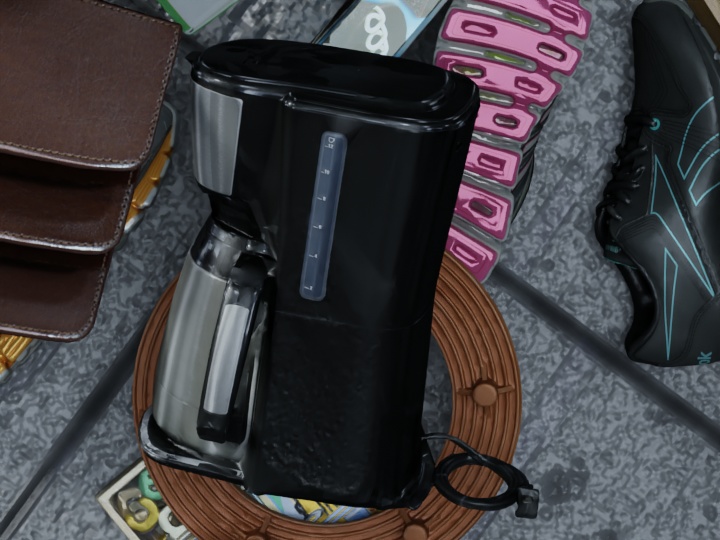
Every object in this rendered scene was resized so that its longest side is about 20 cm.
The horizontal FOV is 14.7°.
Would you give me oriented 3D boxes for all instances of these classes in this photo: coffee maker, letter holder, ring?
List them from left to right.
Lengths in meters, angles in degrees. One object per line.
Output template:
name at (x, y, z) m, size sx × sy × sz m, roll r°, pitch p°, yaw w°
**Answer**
letter holder at (-0.201, -0.062, 1.293) m, size 0.200 × 0.101 × 0.142 m, roll 16°, pitch 66°, yaw -8°
ring at (-0.018, 0.068, 1.424) m, size 0.200 × 0.019 × 0.201 m, roll 1°, pitch 101°, yaw 4°
coffee maker at (0.000, 0.000, 1.338) m, size 0.192 × 0.135 × 0.200 m, roll 5°, pitch 109°, yaw -16°

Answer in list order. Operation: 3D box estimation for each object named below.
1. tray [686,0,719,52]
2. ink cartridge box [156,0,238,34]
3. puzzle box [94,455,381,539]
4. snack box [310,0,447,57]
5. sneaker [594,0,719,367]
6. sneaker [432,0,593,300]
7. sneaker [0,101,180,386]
tray at (0.208, -0.187, 1.498) m, size 0.099 × 0.037 × 0.200 m, roll -34°, pitch 95°, yaw -7°
ink cartridge box at (-0.078, -0.210, 1.373) m, size 0.083 × 0.200 × 0.147 m, roll -39°, pitch 94°, yaw 18°
puzzle box at (-0.026, 0.152, 1.470) m, size 0.133 × 0.025 × 0.200 m, roll -41°, pitch 95°, yaw -7°
snack box at (0.037, -0.161, 1.434) m, size 0.037 × 0.116 × 0.200 m, roll 41°, pitch 84°, yaw -6°
sneaker at (0.162, -0.045, 1.472) m, size 0.079 × 0.075 × 0.200 m, roll -11°, pitch 91°, yaw -5°
sneaker at (0.065, -0.086, 1.449) m, size 0.074 × 0.087 × 0.200 m, roll 17°, pitch 97°, yaw -2°
sneaker at (-0.168, -0.015, 1.427) m, size 0.077 × 0.078 × 0.200 m, roll 42°, pitch 85°, yaw 0°
